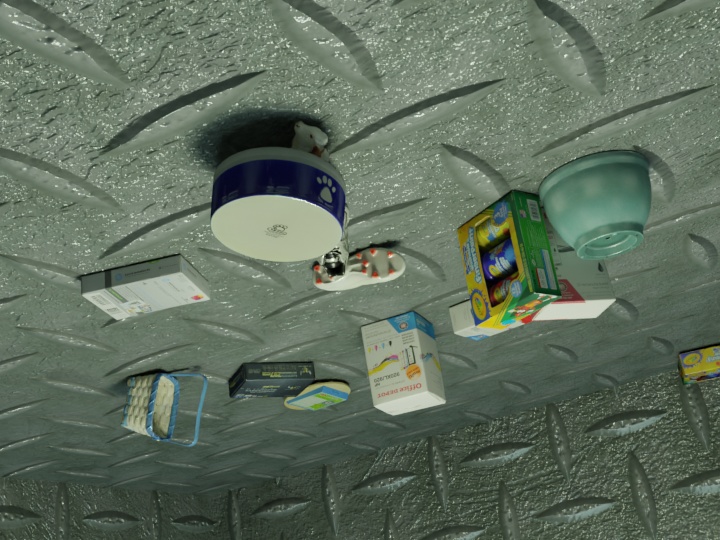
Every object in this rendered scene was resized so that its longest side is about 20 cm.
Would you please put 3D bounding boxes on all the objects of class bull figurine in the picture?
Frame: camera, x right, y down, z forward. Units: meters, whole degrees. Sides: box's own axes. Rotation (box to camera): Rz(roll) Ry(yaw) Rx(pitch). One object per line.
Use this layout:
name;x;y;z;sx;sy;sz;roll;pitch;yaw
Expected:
bull figurine;-0.091;-0.149;1.363;0.119;0.066;0.201;-6;153;11

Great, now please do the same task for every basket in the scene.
basket;-0.485;0.338;2.240;0.197;0.179;0.139;4;163;20

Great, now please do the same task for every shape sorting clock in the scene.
shape sorting clock;-0.126;0.364;2.610;0.197;0.040;0.201;-8;156;-3

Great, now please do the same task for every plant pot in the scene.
plant pot;0.426;-0.102;1.588;0.197;0.136;0.201;-7;158;-3

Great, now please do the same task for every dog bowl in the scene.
dog bowl;-0.120;-0.092;1.315;0.197;0.080;0.201;1;154;1

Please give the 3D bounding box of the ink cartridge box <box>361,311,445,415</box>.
ink cartridge box;0.105;0.228;2.163;0.145;0.203;0.144;-17;157;18

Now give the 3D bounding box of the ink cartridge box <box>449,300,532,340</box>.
ink cartridge box;0.324;0.097;2.113;0.198;0.068;0.116;-23;155;31

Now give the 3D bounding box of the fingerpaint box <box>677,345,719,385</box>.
fingerpaint box;1.139;0.302;2.902;0.197;0.074;0.167;-14;157;12

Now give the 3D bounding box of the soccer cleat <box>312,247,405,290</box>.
soccer cleat;0.000;0.000;1.762;0.197;0.070;0.077;-10;164;20

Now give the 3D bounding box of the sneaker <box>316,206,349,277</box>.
sneaker;-0.049;-0.054;1.578;0.074;0.089;0.200;-9;156;5

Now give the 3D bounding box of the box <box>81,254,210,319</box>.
box;-0.406;0.035;1.708;0.197;0.042;0.156;-11;158;7

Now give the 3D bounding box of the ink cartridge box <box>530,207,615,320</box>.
ink cartridge box;0.376;-0.015;1.691;0.144;0.203;0.083;-2;154;-17

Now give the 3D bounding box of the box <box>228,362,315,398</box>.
box;-0.236;0.293;2.381;0.197;0.052;0.158;2;154;-25

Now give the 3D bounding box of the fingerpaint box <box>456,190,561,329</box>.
fingerpaint box;0.267;-0.016;1.642;0.072;0.203;0.166;7;153;-33
